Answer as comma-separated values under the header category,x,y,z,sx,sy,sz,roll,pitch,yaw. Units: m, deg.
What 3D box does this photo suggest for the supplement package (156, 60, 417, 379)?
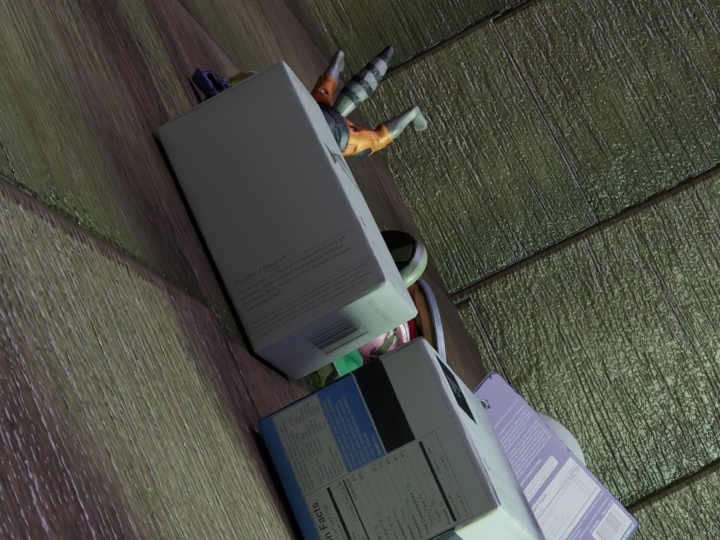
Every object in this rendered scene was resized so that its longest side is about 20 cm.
category,x,y,z,sx,sy,sz,roll,pitch,yaw
supplement package,-0.056,-0.037,1.438,0.201,0.117,0.117,64,7,18

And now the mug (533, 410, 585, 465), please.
category,x,y,z,sx,sy,sz,roll,pitch,yaw
mug,0.143,0.262,1.795,0.176,0.147,0.201,-75,165,-62

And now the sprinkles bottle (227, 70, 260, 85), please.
category,x,y,z,sx,sy,sz,roll,pitch,yaw
sprinkles bottle,-0.086,-0.141,1.868,0.069,0.068,0.200,64,6,16

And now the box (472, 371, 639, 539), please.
category,x,y,z,sx,sy,sz,roll,pitch,yaw
box,0.155,0.198,1.690,0.200,0.032,0.121,48,45,-1

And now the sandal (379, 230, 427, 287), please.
category,x,y,z,sx,sy,sz,roll,pitch,yaw
sandal,0.000,0.001,1.684,0.057,0.080,0.201,43,-14,-28

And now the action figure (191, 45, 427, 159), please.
category,x,y,z,sx,sy,sz,roll,pitch,yaw
action figure,-0.059,-0.146,1.710,0.200,0.193,0.105,45,-37,9

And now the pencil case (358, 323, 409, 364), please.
category,x,y,z,sx,sy,sz,roll,pitch,yaw
pencil case,-0.005,0.021,1.798,0.086,0.083,0.200,43,14,-27

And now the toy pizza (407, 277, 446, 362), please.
category,x,y,z,sx,sy,sz,roll,pitch,yaw
toy pizza,0.047,0.105,1.805,0.200,0.031,0.202,178,-90,-79

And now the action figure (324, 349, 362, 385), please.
category,x,y,z,sx,sy,sz,roll,pitch,yaw
action figure,-0.054,0.003,1.586,0.118,0.054,0.201,-100,166,-64

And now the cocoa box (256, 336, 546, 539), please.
category,x,y,z,sx,sy,sz,roll,pitch,yaw
cocoa box,0.033,0.153,1.293,0.134,0.131,0.200,65,6,22
